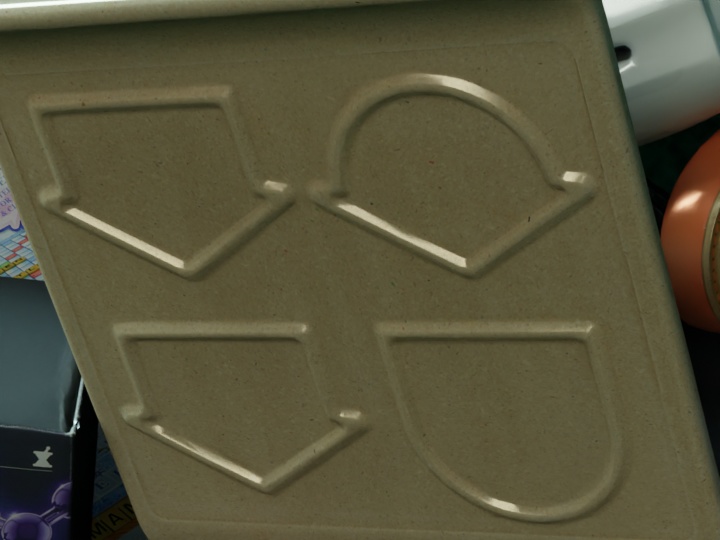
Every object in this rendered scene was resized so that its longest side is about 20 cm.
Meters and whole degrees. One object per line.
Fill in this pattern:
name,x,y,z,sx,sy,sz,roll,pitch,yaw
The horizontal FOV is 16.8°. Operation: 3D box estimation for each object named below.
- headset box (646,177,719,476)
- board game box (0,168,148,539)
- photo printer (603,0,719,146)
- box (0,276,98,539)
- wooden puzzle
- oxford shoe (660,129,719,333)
headset box,0.085,0.089,0.725,0.174,0.093,0.200,-48,61,10
board game box,-0.125,0.035,0.798,0.200,0.200,0.041,-30,29,20
photo printer,0.051,-0.083,0.728,0.166,0.200,0.070,-14,110,24
box,-0.184,0.070,0.754,0.199,0.079,0.142,6,123,-1
wooden puzzle,0.000,0.000,0.652,0.184,0.201,0.046,0,37,29
oxford shoe,0.169,-0.042,0.678,0.072,0.071,0.200,13,46,45
